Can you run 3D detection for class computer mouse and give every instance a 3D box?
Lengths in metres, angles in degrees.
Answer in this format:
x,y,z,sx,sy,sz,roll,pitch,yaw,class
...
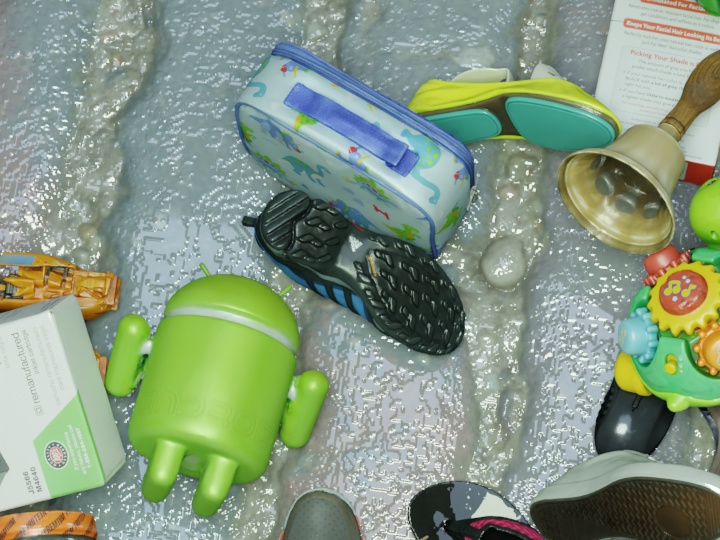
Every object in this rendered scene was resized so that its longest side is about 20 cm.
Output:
x,y,z,sx,sy,sz,roll,pitch,yaw,class
0.243,0.069,1.655,0.059,0.034,0.200,21,76,10,computer mouse

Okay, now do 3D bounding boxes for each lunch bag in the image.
x,y,z,sx,sy,sz,roll,pitch,yaw,class
-0.002,-0.096,1.650,0.200,0.161,0.083,31,78,12,lunch bag

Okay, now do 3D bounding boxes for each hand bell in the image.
x,y,z,sx,sy,sz,roll,pitch,yaw,class
0.252,-0.116,1.615,0.104,0.104,0.200,34,59,12,hand bell

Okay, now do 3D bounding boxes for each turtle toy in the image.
x,y,z,sx,sy,sz,roll,pitch,yaw,class
0.274,0.019,1.585,0.146,0.101,0.200,8,64,35,turtle toy

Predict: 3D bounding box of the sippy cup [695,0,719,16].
x,y,z,sx,sy,sz,roll,pitch,yaw,class
0.264,-0.293,1.650,0.130,0.178,0.140,27,105,23,sippy cup

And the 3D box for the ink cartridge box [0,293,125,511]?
x,y,z,sx,sy,sz,roll,pitch,yaw,class
-0.306,0.118,1.607,0.200,0.084,0.146,-16,97,9,ink cartridge box

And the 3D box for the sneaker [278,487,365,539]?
x,y,z,sx,sy,sz,roll,pitch,yaw,class
-0.035,0.266,1.589,0.077,0.082,0.200,3,75,4,sneaker

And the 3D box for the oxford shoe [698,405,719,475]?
x,y,z,sx,sy,sz,roll,pitch,yaw,class
0.309,0.088,1.628,0.073,0.071,0.200,5,75,9,oxford shoe

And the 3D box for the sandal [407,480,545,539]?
x,y,z,sx,sy,sz,roll,pitch,yaw,class
0.124,0.235,1.608,0.200,0.045,0.075,39,81,13,sandal

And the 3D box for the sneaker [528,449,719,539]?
x,y,z,sx,sy,sz,roll,pitch,yaw,class
0.221,0.164,1.558,0.085,0.200,0.073,-39,110,-36,sneaker

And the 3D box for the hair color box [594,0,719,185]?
x,y,z,sx,sy,sz,roll,pitch,yaw,class
0.261,-0.181,1.711,0.111,0.064,0.200,12,76,8,hair color box

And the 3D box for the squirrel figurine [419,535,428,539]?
x,y,z,sx,sy,sz,roll,pitch,yaw,class
0.061,0.286,1.519,0.186,0.200,0.142,14,47,-18,squirrel figurine

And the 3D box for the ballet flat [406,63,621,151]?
x,y,z,sx,sy,sz,roll,pitch,yaw,class
0.128,-0.140,1.680,0.200,0.067,0.067,1,53,32,ballet flat

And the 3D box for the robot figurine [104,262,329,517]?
x,y,z,sx,sy,sz,roll,pitch,yaw,class
-0.116,0.092,1.621,0.175,0.116,0.200,16,68,-4,robot figurine

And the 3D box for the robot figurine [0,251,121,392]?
x,y,z,sx,sy,sz,roll,pitch,yaw,class
-0.303,0.043,1.679,0.200,0.058,0.145,4,77,4,robot figurine

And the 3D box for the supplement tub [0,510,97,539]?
x,y,z,sx,sy,sz,roll,pitch,yaw,class
-0.246,0.294,1.573,0.122,0.123,0.200,-7,73,1,supplement tub

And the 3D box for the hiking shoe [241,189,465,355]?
x,y,z,sx,sy,sz,roll,pitch,yaw,class
0.000,0.000,1.670,0.200,0.087,0.074,37,78,-11,hiking shoe
